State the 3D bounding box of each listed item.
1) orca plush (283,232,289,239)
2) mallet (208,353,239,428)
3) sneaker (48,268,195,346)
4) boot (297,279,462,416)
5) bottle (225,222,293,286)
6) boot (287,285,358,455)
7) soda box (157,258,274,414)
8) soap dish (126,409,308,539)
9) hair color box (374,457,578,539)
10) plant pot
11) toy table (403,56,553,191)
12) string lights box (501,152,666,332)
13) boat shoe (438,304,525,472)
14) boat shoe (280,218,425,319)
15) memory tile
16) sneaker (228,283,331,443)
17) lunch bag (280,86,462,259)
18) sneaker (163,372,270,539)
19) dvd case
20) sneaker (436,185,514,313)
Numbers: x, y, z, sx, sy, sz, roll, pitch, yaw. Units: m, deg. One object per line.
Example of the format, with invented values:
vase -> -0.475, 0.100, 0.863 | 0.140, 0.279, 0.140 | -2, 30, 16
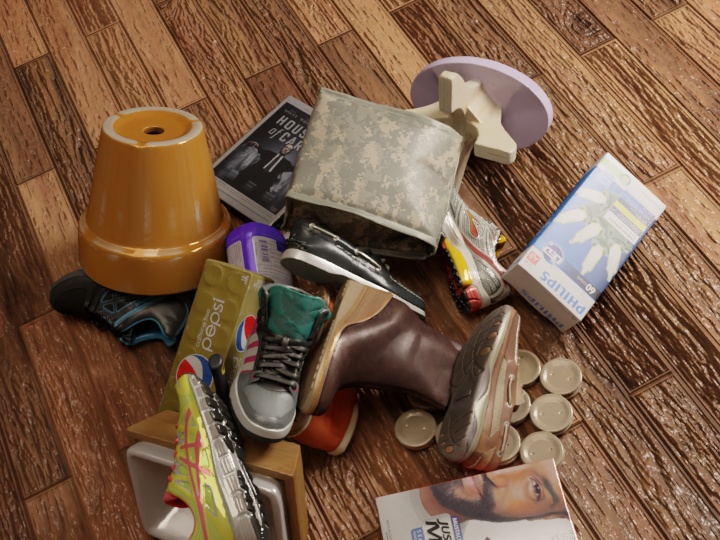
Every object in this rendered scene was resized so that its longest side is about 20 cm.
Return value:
orca plush -> -0.010, -0.072, 1.516 | 0.200, 0.071, 0.105 | -41, 12, -24
mallet -> -0.145, 0.152, 1.277 | 0.041, 0.201, 0.066 | 6, 43, 8
sneaker -> -0.312, 0.049, 1.463 | 0.198, 0.074, 0.083 | 2, 54, 13
boot -> 0.028, 0.112, 1.281 | 0.165, 0.072, 0.201 | 31, 47, -8
bottle -> -0.118, 0.042, 1.422 | 0.065, 0.083, 0.202 | -27, 61, 30
boot -> -0.046, 0.118, 1.348 | 0.075, 0.107, 0.202 | -24, 46, 38
soda box -> -0.171, 0.093, 1.352 | 0.067, 0.064, 0.202 | 17, 88, 23
soap dish -> -0.149, 0.239, 1.246 | 0.198, 0.159, 0.081 | 12, 40, 19
hair color box -> 0.123, 0.280, 1.211 | 0.198, 0.064, 0.112 | -13, 52, 0
plant pot -> -0.260, -0.098, 1.450 | 0.198, 0.185, 0.201 | 3, 30, -2
toy table -> 0.138, -0.197, 1.503 | 0.198, 0.185, 0.117 | 7, 38, 31
string lights box -> 0.273, -0.035, 1.393 | 0.103, 0.059, 0.200 | 41, 67, 0
boat shoe -> 0.147, 0.135, 1.293 | 0.071, 0.076, 0.202 | 31, 62, -19
boat shoe -> 0.000, 0.000, 1.380 | 0.075, 0.199, 0.061 | -15, 52, 57
memory tile -> 0.149, 0.154, 1.329 | 0.198, 0.017, 0.154 | 8, 56, 18
sneaker -> -0.081, 0.080, 1.216 | 0.083, 0.122, 0.201 | 17, 30, -11
lunch bag -> 0.020, -0.111, 1.408 | 0.198, 0.118, 0.166 | 15, 66, 0
sneaker -> -0.161, 0.194, 1.138 | 0.090, 0.078, 0.201 | -26, 57, 6
dvd case -> -0.112, -0.149, 1.602 | 0.150, 0.025, 0.200 | 32, 66, 29
sneaker -> 0.136, -0.038, 1.446 | 0.081, 0.078, 0.202 | -13, 59, -8
